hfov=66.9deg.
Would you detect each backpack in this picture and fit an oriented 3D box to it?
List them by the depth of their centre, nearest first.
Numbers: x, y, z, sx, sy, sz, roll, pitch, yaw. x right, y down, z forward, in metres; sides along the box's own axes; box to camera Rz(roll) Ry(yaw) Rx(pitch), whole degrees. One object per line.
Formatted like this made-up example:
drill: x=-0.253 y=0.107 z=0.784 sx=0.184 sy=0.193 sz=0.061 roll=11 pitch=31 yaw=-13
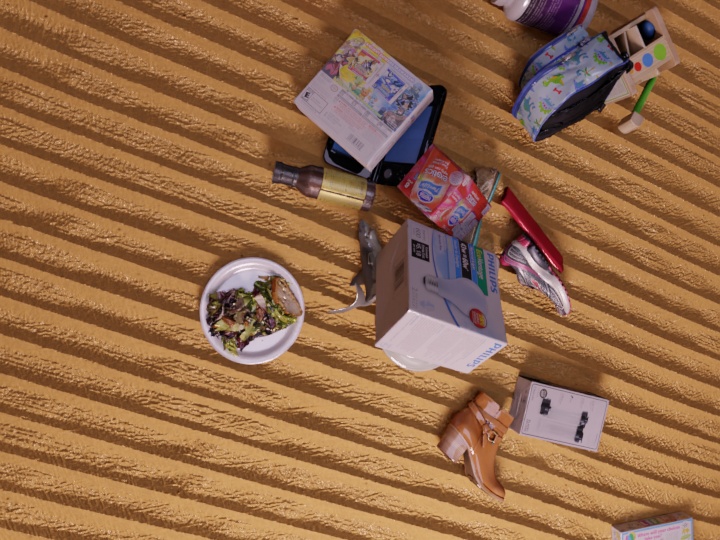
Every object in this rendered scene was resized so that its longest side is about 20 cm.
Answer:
backpack: x=0.400 y=-0.367 z=1.093 sx=0.198 sy=0.183 sz=0.148 roll=-34 pitch=76 yaw=-7

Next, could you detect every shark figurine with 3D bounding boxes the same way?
shark figurine: x=0.005 y=0.022 z=1.047 sx=0.088 sy=0.217 sz=0.128 roll=-21 pitch=127 yaw=30

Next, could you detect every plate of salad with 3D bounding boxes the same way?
plate of salad: x=-0.202 y=0.077 z=1.026 sx=0.196 sy=0.048 sz=0.205 roll=-1 pitch=93 yaw=-14

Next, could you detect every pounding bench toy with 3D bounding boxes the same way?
pounding bench toy: x=0.580 y=-0.416 z=1.157 sx=0.155 sy=0.124 sz=0.202 roll=-32 pitch=99 yaw=-11

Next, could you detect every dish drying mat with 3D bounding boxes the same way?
dish drying mat: x=0.363 y=-0.085 z=1.150 sx=0.018 sy=0.077 sz=0.200 roll=-35 pitch=102 yaw=30

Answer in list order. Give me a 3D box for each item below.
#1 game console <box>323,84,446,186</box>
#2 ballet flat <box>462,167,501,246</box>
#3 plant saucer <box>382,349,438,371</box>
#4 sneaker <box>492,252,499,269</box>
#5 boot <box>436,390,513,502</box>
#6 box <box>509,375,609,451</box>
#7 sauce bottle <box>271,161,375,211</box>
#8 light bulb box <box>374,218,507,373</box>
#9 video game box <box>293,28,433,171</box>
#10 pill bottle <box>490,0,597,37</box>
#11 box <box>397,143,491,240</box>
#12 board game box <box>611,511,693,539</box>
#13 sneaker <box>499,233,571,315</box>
game console: x=0.047 y=-0.276 z=1.038 sx=0.118 sy=0.171 sz=0.204 roll=19 pitch=88 yaw=-45
ballet flat: x=0.229 y=-0.118 z=1.123 sx=0.064 sy=0.071 sz=0.203 roll=18 pitch=84 yaw=13
plant saucer: x=0.130 y=0.107 z=1.106 sx=0.196 sy=0.050 sz=0.205 roll=0 pitch=92 yaw=-14
sneaker: x=0.248 y=0.055 z=1.095 sx=0.076 sy=0.080 sz=0.203 roll=38 pitch=68 yaw=-35
boot: x=0.269 y=0.368 z=1.144 sx=0.200 sy=0.077 sz=0.155 roll=45 pitch=78 yaw=-4
box: x=0.427 y=0.309 z=1.178 sx=0.196 sy=0.060 sz=0.119 roll=14 pitch=89 yaw=-13
sauce bottle: x=-0.070 y=-0.165 z=1.041 sx=0.196 sy=0.065 sz=0.066 roll=14 pitch=89 yaw=-14
light bulb box: x=0.138 y=0.048 z=0.968 sx=0.197 sy=0.125 sz=0.201 roll=18 pitch=50 yaw=-20
video game box: x=0.005 y=-0.318 z=1.017 sx=0.200 sy=0.047 sz=0.183 roll=43 pitch=92 yaw=13
pill bottle: x=0.371 y=-0.552 z=1.108 sx=0.196 sy=0.112 sz=0.115 roll=13 pitch=89 yaw=-14
box: x=0.161 y=-0.137 z=1.013 sx=0.100 sy=0.199 sz=0.096 roll=-48 pitch=65 yaw=10
board game box: x=0.679 y=0.648 z=1.263 sx=0.196 sy=0.034 sz=0.137 roll=-4 pitch=93 yaw=-13
sneaker: x=0.375 y=0.017 z=1.155 sx=0.074 sy=0.081 sz=0.201 roll=-37 pitch=100 yaw=18
